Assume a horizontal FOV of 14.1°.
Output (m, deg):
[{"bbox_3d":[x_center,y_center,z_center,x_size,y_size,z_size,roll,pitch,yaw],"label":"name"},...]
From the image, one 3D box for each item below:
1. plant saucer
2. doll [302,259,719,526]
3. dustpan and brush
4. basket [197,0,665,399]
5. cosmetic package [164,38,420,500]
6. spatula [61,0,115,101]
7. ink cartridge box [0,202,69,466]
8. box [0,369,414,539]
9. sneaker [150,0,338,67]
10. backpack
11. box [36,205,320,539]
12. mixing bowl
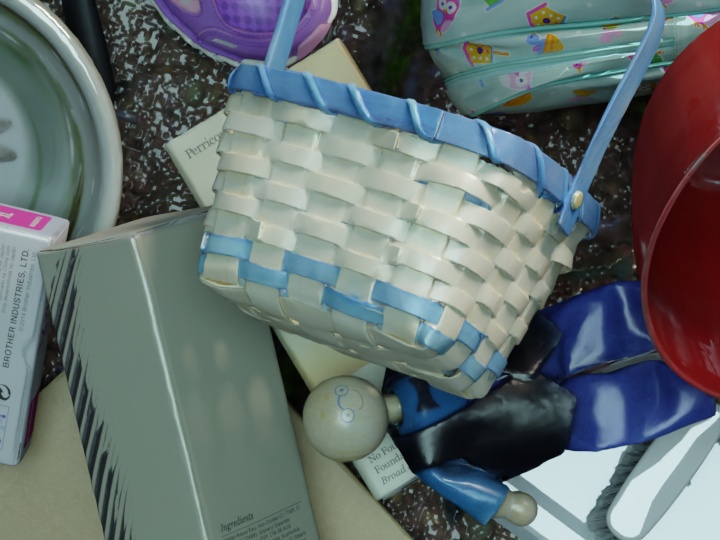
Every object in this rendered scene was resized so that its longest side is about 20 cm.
[{"bbox_3d":[-0.208,-0.058,1.410,0.199,0.050,0.201,2,107,7],"label":"plant saucer"},{"bbox_3d":[0.070,0.048,1.339,0.199,0.048,0.137,-14,74,-9],"label":"doll"},{"bbox_3d":[0.164,0.070,1.400,0.139,0.057,0.200,36,90,3],"label":"dustpan and brush"},{"bbox_3d":[0.023,-0.059,1.292,0.176,0.139,0.201,20,86,26],"label":"basket"},{"bbox_3d":[0.000,0.000,1.404,0.105,0.071,0.200,-33,87,1],"label":"cosmetic package"},{"bbox_3d":[-0.151,-0.168,1.400,0.021,0.056,0.201,-40,124,-37],"label":"spatula"},{"bbox_3d":[-0.246,0.011,1.390,0.199,0.042,0.120,13,109,2],"label":"ink cartridge box"},{"bbox_3d":[-0.085,0.128,1.428,0.163,0.021,0.200,-43,87,1],"label":"box"},{"bbox_3d":[-0.092,-0.180,1.390,0.080,0.088,0.200,-40,76,-1],"label":"sneaker"},{"bbox_3d":[0.123,-0.143,1.365,0.199,0.167,0.127,-9,88,10],"label":"backpack"},{"bbox_3d":[-0.081,0.075,1.357,0.068,0.082,0.201,-9,96,39],"label":"box"},{"bbox_3d":[0.197,-0.048,1.285,0.200,0.200,0.109,-28,44,1],"label":"mixing bowl"}]
